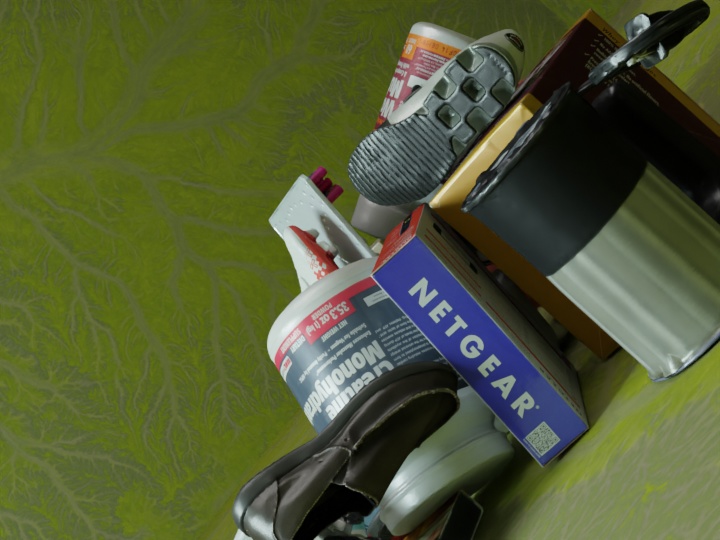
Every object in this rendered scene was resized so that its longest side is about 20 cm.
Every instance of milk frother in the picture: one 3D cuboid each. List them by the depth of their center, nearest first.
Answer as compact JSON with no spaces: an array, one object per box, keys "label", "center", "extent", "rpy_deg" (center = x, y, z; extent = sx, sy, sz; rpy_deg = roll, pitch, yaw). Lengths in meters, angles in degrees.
[{"label":"milk frother","center":[0.203,-0.058,0.949],"extent":[0.181,0.188,0.200],"rpy_deg":[-51,3,-18]}]

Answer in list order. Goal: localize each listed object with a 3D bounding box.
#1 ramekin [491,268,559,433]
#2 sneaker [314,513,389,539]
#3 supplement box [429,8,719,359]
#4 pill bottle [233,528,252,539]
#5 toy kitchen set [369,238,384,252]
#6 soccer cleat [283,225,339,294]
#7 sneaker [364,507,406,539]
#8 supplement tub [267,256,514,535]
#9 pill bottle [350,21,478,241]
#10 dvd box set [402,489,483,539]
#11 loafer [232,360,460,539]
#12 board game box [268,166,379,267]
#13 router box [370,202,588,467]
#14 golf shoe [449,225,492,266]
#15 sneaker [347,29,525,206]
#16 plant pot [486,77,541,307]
[{"label":"ramekin","center":[0.105,0.103,1.335],"extent":[0.203,0.094,0.202],"rpy_deg":[-49,2,3]},{"label":"sneaker","center":[-0.009,0.244,1.061],"extent":[0.200,0.077,0.087],"rpy_deg":[-150,66,-71]},{"label":"supplement box","center":[0.199,-0.078,1.180],"extent":[0.133,0.197,0.200],"rpy_deg":[-47,2,40]},{"label":"pill bottle","center":[-0.064,0.272,1.310],"extent":[0.114,0.114,0.200],"rpy_deg":[-49,-6,-8]},{"label":"toy kitchen set","center":[0.039,0.066,1.969],"extent":[0.200,0.180,0.163],"rpy_deg":[-44,3,21]},{"label":"soccer cleat","center":[-0.026,0.046,1.294],"extent":[0.085,0.201,0.069],"rpy_deg":[-36,31,-3]},{"label":"sneaker","center":[0.000,0.225,1.347],"extent":[0.080,0.095,0.200],"rpy_deg":[-50,3,-5]},{"label":"supplement tub","center":[0.025,0.103,1.170],"extent":[0.139,0.201,0.141],"rpy_deg":[-30,-19,-12]},{"label":"pill bottle","center":[0.066,-0.122,1.315],"extent":[0.110,0.108,0.202],"rpy_deg":[-75,5,-84]},{"label":"dvd box set","center":[0.012,0.278,1.123],"extent":[0.200,0.029,0.147],"rpy_deg":[-48,4,33]},{"label":"loafer","center":[0.002,0.148,1.037],"extent":[0.199,0.071,0.073],"rpy_deg":[-38,-38,-7]},{"label":"board game box","center":[0.000,0.000,1.336],"extent":[0.026,0.200,0.200],"rpy_deg":[-42,1,-15]},{"label":"router box","center":[0.097,0.044,1.125],"extent":[0.049,0.200,0.180],"rpy_deg":[-41,4,11]},{"label":"golf shoe","center":[0.130,-0.028,1.338],"extent":[0.199,0.087,0.078],"rpy_deg":[-23,45,58]},{"label":"sneaker","center":[0.072,-0.129,1.184],"extent":[0.200,0.074,0.089],"rpy_deg":[-38,8,35]},{"label":"plant pot","center":[0.194,-0.071,1.443],"extent":[0.178,0.199,0.201],"rpy_deg":[-58,-4,40]}]
